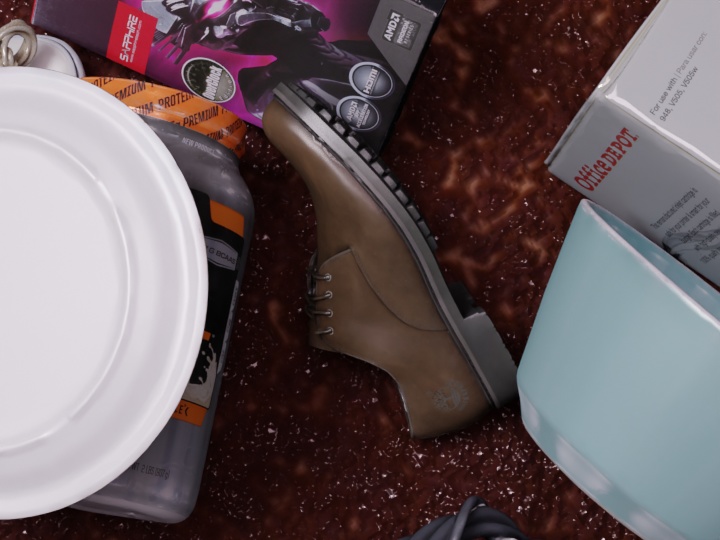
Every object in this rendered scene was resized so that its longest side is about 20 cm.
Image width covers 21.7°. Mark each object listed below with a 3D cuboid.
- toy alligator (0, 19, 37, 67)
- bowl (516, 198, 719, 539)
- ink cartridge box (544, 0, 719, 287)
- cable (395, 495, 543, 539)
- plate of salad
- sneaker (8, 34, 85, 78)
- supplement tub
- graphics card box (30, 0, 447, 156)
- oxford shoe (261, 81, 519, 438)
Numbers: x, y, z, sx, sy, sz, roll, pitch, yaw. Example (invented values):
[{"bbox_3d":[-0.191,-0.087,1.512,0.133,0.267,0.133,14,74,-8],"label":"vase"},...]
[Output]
[{"bbox_3d":[-0.196,-0.032,0.906,0.054,0.059,0.200,18,76,44],"label":"toy alligator"},{"bbox_3d":[0.154,0.068,0.906,0.201,0.201,0.105,38,98,3],"label":"bowl"},{"bbox_3d":[0.205,-0.045,0.938,0.200,0.147,0.083,34,78,1],"label":"ink cartridge box"},{"bbox_3d":[0.037,0.208,0.908,0.163,0.051,0.200,2,92,-23],"label":"cable"},{"bbox_3d":[-0.156,0.010,0.838,0.200,0.048,0.200,-2,85,19],"label":"plate of salad"},{"bbox_3d":[-0.235,-0.073,0.950,0.200,0.071,0.073,-21,82,-9],"label":"sneaker"},{"bbox_3d":[-0.121,0.015,0.916,0.122,0.123,0.200,11,79,-2],"label":"supplement tub"},{"bbox_3d":[-0.061,-0.140,0.946,0.200,0.125,0.051,24,48,-1],"label":"graphics card box"},{"bbox_3d":[0.000,0.000,0.935,0.084,0.073,0.200,-31,100,1],"label":"oxford shoe"}]
